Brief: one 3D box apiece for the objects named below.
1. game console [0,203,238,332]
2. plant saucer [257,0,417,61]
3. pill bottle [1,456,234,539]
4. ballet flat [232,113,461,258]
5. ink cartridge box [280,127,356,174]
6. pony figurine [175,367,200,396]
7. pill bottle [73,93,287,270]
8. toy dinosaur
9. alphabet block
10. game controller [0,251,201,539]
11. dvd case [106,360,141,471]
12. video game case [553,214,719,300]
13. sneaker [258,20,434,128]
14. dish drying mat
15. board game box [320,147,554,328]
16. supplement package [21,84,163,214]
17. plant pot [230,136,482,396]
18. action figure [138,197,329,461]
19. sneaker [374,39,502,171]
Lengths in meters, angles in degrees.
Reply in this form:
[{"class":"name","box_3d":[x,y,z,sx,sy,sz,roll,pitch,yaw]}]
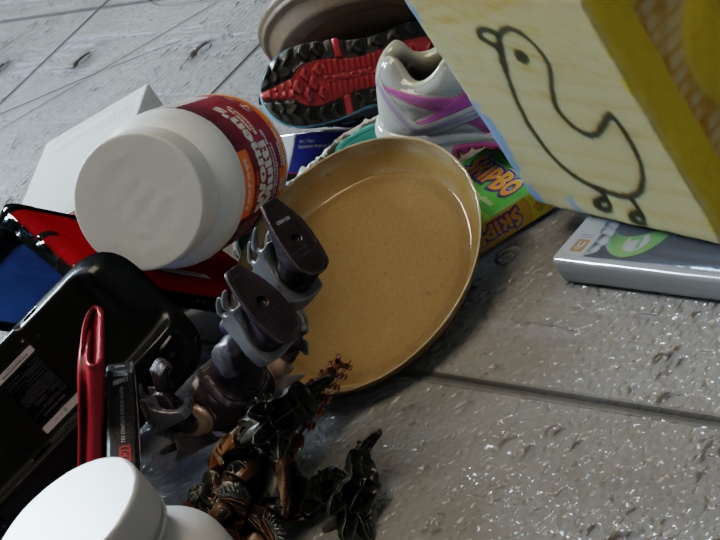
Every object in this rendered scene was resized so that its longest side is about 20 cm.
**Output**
[{"class":"game console","box_3d":[-0.183,0.030,1.270,0.172,0.199,0.120,34,106,42]},{"class":"plant saucer","box_3d":[0.017,-0.189,1.388,0.198,0.199,0.030,-19,67,30]},{"class":"pill bottle","box_3d":[-0.086,0.190,0.846,0.111,0.201,0.113,-28,27,16]},{"class":"ballet flat","box_3d":[-0.011,-0.065,1.330,0.198,0.072,0.072,-28,27,13]},{"class":"ink cartridge box","box_3d":[-0.057,-0.095,1.406,0.094,0.038,0.199,-6,1,-40]},{"class":"pony figurine","box_3d":[-0.206,0.100,1.226,0.199,0.168,0.193,-24,-4,29]},{"class":"pill bottle","box_3d":[-0.124,-0.062,1.216,0.109,0.110,0.200,-28,4,15]},{"class":"toy dinosaur","box_3d":[-0.062,0.122,1.060,0.135,0.102,0.202,-29,41,49]},{"class":"alphabet block","box_3d":[0.181,-0.158,1.058,0.196,0.196,0.199,-45,26,-15]},{"class":"game controller","box_3d":[-0.198,0.084,1.125,0.200,0.104,0.042,-45,-3,5]},{"class":"dvd case","box_3d":[-0.141,0.167,1.032,0.022,0.148,0.201,-1,27,-10]},{"class":"video game case","box_3d":[0.236,-0.054,1.058,0.182,0.023,0.199,-48,29,-22]},{"class":"sneaker","box_3d":[0.016,-0.153,1.368,0.197,0.080,0.096,-4,0,-7]},{"class":"dish drying mat","box_3d":[-0.168,0.129,1.075,0.018,0.202,0.077,0,26,-7]},{"class":"board game box","box_3d":[0.055,-0.030,1.231,0.199,0.030,0.096,-35,27,10]},{"class":"supplement package","box_3d":[-0.206,-0.047,1.461,0.116,0.117,0.201,-27,25,16]},{"class":"plant pot","box_3d":[0.000,0.000,1.187,0.198,0.027,0.202,-19,51,25]},{"class":"action figure","box_3d":[-0.073,0.047,1.074,0.130,0.069,0.200,-45,-9,-35]},{"class":"sneaker","box_3d":[0.095,-0.131,1.212,0.198,0.089,0.082,-10,29,15]}]
